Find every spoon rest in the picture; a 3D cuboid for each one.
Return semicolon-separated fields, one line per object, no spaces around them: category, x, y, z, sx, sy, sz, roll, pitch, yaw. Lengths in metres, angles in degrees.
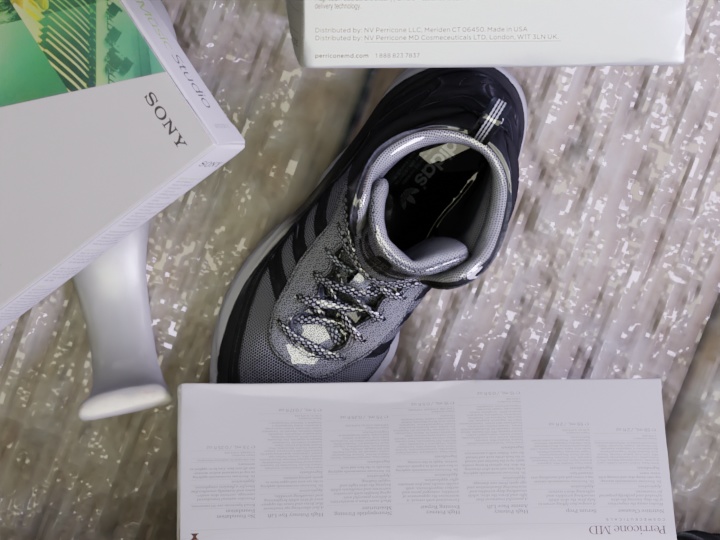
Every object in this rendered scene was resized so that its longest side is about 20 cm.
spoon rest;-0.117;-0.038;1.237;0.099;0.061;0.200;-10;87;-1

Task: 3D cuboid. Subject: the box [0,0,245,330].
box;-0.165;-0.053;1.197;0.200;0.036;0.144;-36;81;16

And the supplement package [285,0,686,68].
supplement package;0.044;-0.187;1.139;0.147;0.191;0.200;-1;99;-2

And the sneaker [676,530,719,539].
sneaker;0.121;0.206;1.234;0.073;0.112;0.200;4;83;32

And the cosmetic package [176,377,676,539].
cosmetic package;0.025;0.091;1.200;0.200;0.083;0.051;0;143;-2

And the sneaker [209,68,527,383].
sneaker;0.000;0.000;1.210;0.075;0.114;0.200;33;98;-7
